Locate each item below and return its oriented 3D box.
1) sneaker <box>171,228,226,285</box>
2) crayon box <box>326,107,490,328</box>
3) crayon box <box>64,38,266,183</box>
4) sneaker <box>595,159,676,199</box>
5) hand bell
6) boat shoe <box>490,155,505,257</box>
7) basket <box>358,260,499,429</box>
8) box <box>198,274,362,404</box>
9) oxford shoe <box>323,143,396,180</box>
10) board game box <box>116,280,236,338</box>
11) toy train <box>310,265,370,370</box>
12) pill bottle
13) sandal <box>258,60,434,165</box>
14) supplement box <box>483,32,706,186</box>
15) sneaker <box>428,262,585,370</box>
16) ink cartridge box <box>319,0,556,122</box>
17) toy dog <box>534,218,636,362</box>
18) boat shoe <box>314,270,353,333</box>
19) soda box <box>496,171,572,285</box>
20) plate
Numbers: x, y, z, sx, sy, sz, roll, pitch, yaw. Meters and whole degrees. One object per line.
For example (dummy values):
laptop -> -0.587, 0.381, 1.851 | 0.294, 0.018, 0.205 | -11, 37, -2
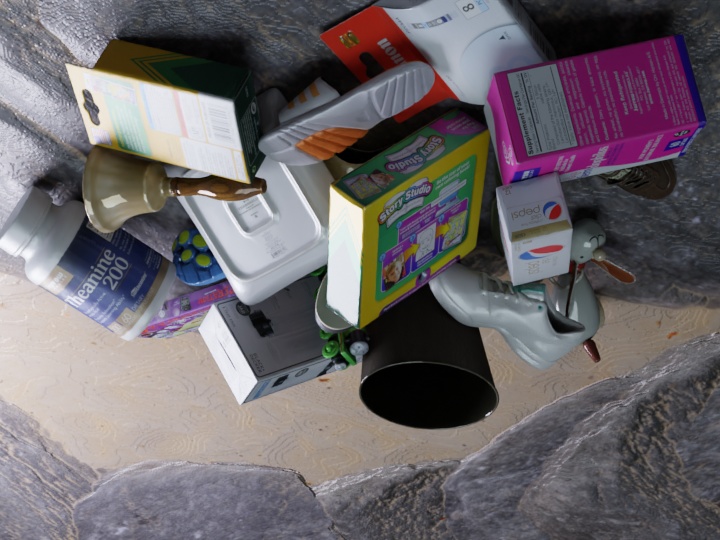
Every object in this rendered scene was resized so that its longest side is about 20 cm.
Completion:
sneaker -> -0.146, -0.021, 1.749 | 0.198, 0.072, 0.082 | -9, 173, 32
crayon box -> 0.051, -0.058, 1.588 | 0.058, 0.199, 0.174 | 33, 140, 31
crayon box -> -0.205, -0.173, 1.552 | 0.198, 0.052, 0.126 | 14, 144, 16
sneaker -> 0.279, -0.119, 1.600 | 0.070, 0.076, 0.199 | -30, 131, 35
hand bell -> -0.196, -0.094, 1.609 | 0.198, 0.105, 0.105 | 0, 143, 20
boat shoe -> 0.192, -0.090, 1.652 | 0.068, 0.075, 0.201 | -15, 154, -9
basket -> 0.074, 0.066, 1.739 | 0.179, 0.202, 0.136 | 21, 137, -30
box -> -0.082, 0.076, 1.765 | 0.199, 0.117, 0.060 | -18, 157, -37
oxford shoe -> -0.040, -0.109, 1.658 | 0.198, 0.071, 0.075 | -6, 116, 12
board game box -> -0.198, 0.048, 1.839 | 0.198, 0.033, 0.120 | -18, 164, 24
toy train -> -0.024, 0.034, 1.720 | 0.056, 0.201, 0.042 | -27, 134, 16
pill bottle -> -0.329, -0.012, 1.735 | 0.199, 0.112, 0.111 | 34, 134, -18
sandal -> -0.016, -0.179, 1.542 | 0.205, 0.060, 0.079 | -26, 148, 17
supplement box -> 0.234, -0.158, 1.474 | 0.198, 0.104, 0.101 | -11, 167, -3
sneaker -> 0.174, 0.034, 1.690 | 0.199, 0.076, 0.088 | 31, 134, -20
ink cartridge box -> 0.080, -0.224, 1.503 | 0.199, 0.048, 0.160 | -23, 135, 26
toy dog -> 0.270, 0.038, 1.759 | 0.131, 0.097, 0.200 | -34, 147, -5
boat shoe -> 0.000, 0.000, 1.678 | 0.071, 0.201, 0.063 | 36, 145, -8
soda box -> 0.185, -0.041, 1.544 | 0.067, 0.064, 0.200 | -14, 165, 4
plate -> -0.117, -0.074, 1.636 | 0.199, 0.032, 0.201 | -28, 98, 32
